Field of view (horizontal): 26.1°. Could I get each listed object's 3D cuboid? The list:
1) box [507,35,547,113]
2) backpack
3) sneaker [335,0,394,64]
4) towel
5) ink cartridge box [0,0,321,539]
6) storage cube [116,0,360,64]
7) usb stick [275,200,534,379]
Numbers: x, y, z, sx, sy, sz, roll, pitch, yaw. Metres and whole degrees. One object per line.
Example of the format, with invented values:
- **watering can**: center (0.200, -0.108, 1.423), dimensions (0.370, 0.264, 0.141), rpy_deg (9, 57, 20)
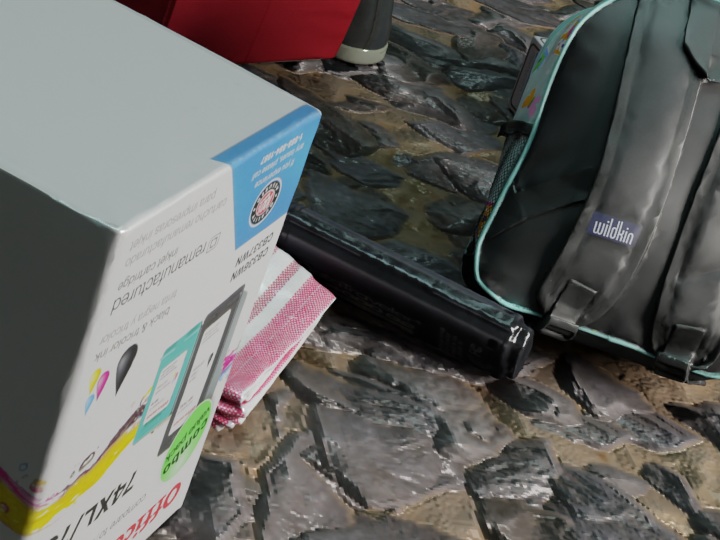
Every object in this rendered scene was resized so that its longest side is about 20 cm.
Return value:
- **box**: center (0.198, -0.089, 1.102), dimensions (0.117, 0.060, 0.200), rpy_deg (5, 32, -26)
- **backpack**: center (0.162, -0.056, 0.878), dimensions (0.176, 0.200, 0.153), rpy_deg (19, 7, -1)
- **sneaker**: center (-0.037, -0.250, 1.181), dimensions (0.075, 0.106, 0.200), rpy_deg (-14, 44, -46)
- **towel**: center (-0.108, -0.022, 0.762), dimensions (0.200, 0.030, 0.146), rpy_deg (43, 30, -3)
- **ink cartridge box**: center (-0.134, 0.012, 0.576), dimensions (0.146, 0.200, 0.147), rpy_deg (29, 30, 13)
- **storage cube**: center (-0.094, -0.257, 1.050), dimensions (0.171, 0.180, 0.200), rpy_deg (-13, 54, -39)
- **usb stick**: center (0.000, 0.000, 0.837), dimensions (0.200, 0.055, 0.033), rpy_deg (27, 67, 12)
